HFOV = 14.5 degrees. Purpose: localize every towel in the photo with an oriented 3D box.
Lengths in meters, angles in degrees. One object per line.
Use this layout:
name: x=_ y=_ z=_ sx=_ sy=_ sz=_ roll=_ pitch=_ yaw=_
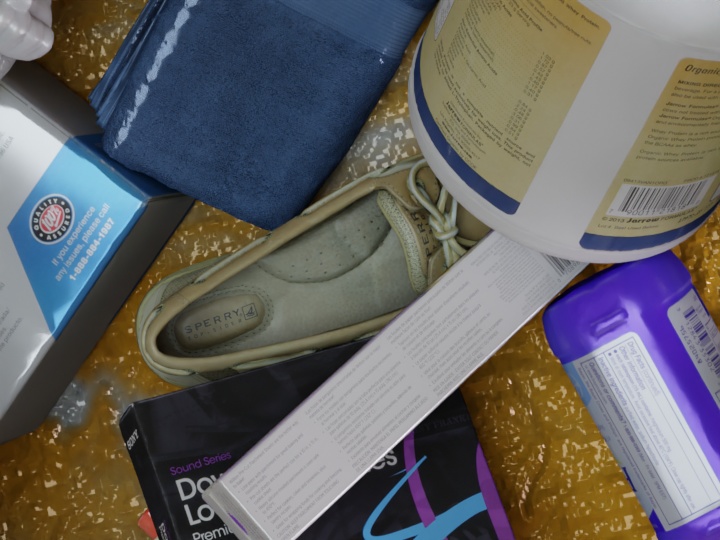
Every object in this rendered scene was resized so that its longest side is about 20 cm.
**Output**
towel: x=-0.027 y=-0.121 z=1.234 sx=0.111 sy=0.049 sz=0.200 roll=28 pitch=102 yaw=-21

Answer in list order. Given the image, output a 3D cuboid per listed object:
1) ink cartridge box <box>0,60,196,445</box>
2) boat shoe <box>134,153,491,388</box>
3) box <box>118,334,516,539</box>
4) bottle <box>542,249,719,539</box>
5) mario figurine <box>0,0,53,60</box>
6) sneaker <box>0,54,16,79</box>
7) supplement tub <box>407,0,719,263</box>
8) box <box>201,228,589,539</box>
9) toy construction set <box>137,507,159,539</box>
ink cartridge box: x=-0.198 y=-0.037 z=1.277 sx=0.200 sy=0.084 sz=0.145 roll=38 pitch=103 yaw=8
boat shoe: x=-0.002 y=-0.002 z=1.219 sx=0.200 sy=0.063 sz=0.073 roll=-19 pitch=92 yaw=-5
box: x=-0.003 y=0.131 z=1.176 sx=0.143 sy=0.036 sz=0.200 roll=-16 pitch=74 yaw=-20
bottle: x=0.150 y=0.088 z=1.200 sx=0.065 sy=0.084 sz=0.200 roll=-29 pitch=91 yaw=14
mario figurine: x=-0.101 y=-0.152 z=1.184 sx=0.106 sy=0.200 sz=0.124 roll=-2 pitch=94 yaw=15
sneaker: x=-0.194 y=-0.155 z=1.239 sx=0.105 sy=0.076 sz=0.200 roll=-2 pitch=53 yaw=15
supplement tub: x=0.111 y=-0.113 z=1.119 sx=0.144 sy=0.144 sz=0.200 roll=36 pitch=141 yaw=9
box: x=0.020 y=0.040 z=1.168 sx=0.200 sy=0.039 sz=0.041 roll=-43 pitch=89 yaw=-20
toy construction set: x=-0.006 y=0.154 z=1.237 sx=0.200 sy=0.092 sz=0.131 roll=43 pitch=90 yaw=-6
